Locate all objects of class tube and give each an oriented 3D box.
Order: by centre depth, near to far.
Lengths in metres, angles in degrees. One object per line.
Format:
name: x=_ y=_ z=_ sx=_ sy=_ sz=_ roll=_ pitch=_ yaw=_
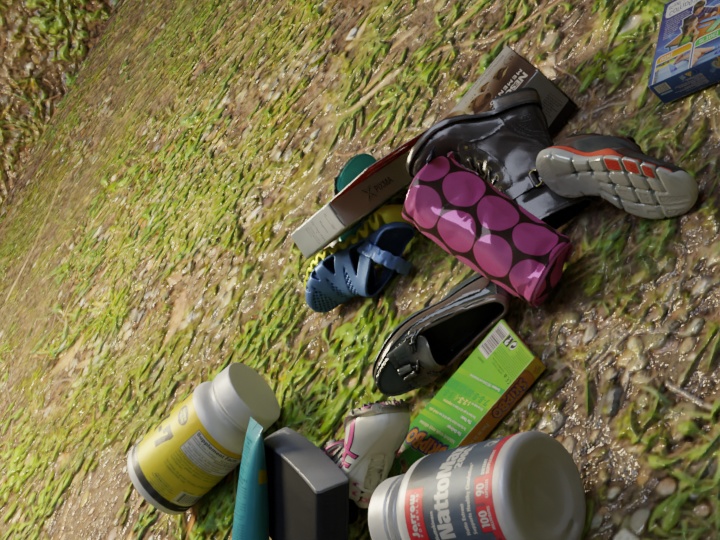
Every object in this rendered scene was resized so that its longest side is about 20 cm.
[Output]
tube: x=-0.126 y=0.276 z=1.511 sx=0.077 sy=0.050 sz=0.203 roll=-172 pitch=84 yaw=-69

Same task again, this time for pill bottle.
pill bottle: x=0.104 y=0.228 z=1.245 sx=0.199 sy=0.119 sz=0.121 roll=-22 pitch=40 yaw=45
pill bottle: x=-0.205 y=0.220 z=1.730 sx=0.200 sy=0.114 sz=0.115 roll=-43 pitch=29 yaw=18

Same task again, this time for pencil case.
pencil case: x=0.142 y=-0.049 z=1.446 sx=0.094 sy=0.199 sz=0.091 roll=-40 pitch=-24 yaw=-27

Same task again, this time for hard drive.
hard drive: x=-0.066 y=0.263 z=1.471 sx=0.200 sy=0.042 sz=0.137 roll=-156 pitch=65 yaw=-65

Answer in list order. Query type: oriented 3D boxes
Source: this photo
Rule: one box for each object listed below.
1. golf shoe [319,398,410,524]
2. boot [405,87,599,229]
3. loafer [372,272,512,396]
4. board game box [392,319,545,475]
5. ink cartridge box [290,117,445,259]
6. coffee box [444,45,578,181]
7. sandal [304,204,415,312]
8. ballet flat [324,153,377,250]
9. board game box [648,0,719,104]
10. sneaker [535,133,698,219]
golf shoe: x=0.012 y=0.207 z=1.423 sx=0.201 sy=0.072 sz=0.093 roll=121 pitch=140 yaw=-54
boot: x=0.159 y=-0.103 z=1.515 sx=0.198 sy=0.069 sz=0.176 roll=-27 pitch=64 yaw=18
loafer: x=0.089 y=0.077 z=1.479 sx=0.200 sy=0.072 sz=0.063 roll=-42 pitch=18 yaw=16
board game box: x=0.111 y=0.153 z=1.415 sx=0.200 sy=0.030 sz=0.096 roll=-48 pitch=28 yaw=7
ink cartridge box: x=0.021 y=-0.108 z=1.710 sx=0.173 sy=0.044 sz=0.200 roll=-36 pitch=1 yaw=43
coffee box: x=0.163 y=-0.169 z=1.644 sx=0.200 sy=0.080 sz=0.113 roll=-49 pitch=27 yaw=10
sandal: x=0.000 y=0.000 z=1.711 sx=0.200 sy=0.079 sz=0.088 roll=-41 pitch=49 yaw=33
ballet flat: x=-0.019 y=-0.081 z=1.837 sx=0.064 sy=0.075 sz=0.202 roll=-51 pitch=18 yaw=45
board game box: x=0.413 y=-0.274 z=1.428 sx=0.199 sy=0.034 sz=0.137 roll=-21 pitch=41 yaw=46
sneaker: x=0.281 y=-0.117 z=1.397 sx=0.199 sy=0.078 sz=0.082 roll=19 pitch=53 yaw=42
